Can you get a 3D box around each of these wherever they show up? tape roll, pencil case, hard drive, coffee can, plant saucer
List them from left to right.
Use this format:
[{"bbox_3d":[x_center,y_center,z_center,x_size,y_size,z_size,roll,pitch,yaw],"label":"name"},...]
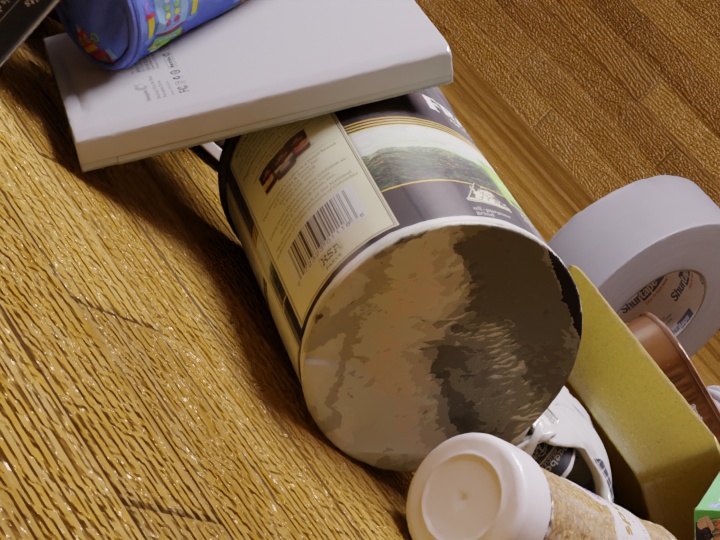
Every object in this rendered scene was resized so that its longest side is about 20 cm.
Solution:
[{"bbox_3d":[-0.083,-0.188,0.924,0.200,0.078,0.087,-38,90,-35],"label":"pencil case"},{"bbox_3d":[-0.065,-0.115,0.913,0.132,0.199,0.026,-119,-163,-54],"label":"hard drive"},{"bbox_3d":[0.014,-0.010,0.898,0.146,0.146,0.200,37,14,-33],"label":"coffee can"},{"bbox_3d":[0.226,0.019,1.400,0.200,0.200,0.066,30,18,-52],"label":"tape roll"},{"bbox_3d":[0.186,0.126,1.136,0.200,0.048,0.200,58,-7,47],"label":"plant saucer"}]

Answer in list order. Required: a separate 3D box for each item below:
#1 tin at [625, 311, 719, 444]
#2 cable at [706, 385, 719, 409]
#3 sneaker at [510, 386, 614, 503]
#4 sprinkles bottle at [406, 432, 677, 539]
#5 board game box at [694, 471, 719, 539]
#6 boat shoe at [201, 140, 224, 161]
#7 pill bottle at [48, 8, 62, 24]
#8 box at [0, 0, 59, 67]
[{"bbox_3d":[0.229,0.124,1.161,0.200,0.042,0.112,62,-2,17],"label":"tin"},{"bbox_3d":[0.301,0.180,1.273,0.200,0.069,0.200,58,-6,31],"label":"cable"},{"bbox_3d":[0.086,0.081,1.024,0.200,0.076,0.081,39,18,-25],"label":"sneaker"},{"bbox_3d":[0.102,0.142,0.871,0.200,0.068,0.068,32,17,-50],"label":"sprinkles bottle"},{"bbox_3d":[0.230,0.179,0.996,0.200,0.029,0.135,-22,112,-66],"label":"board game box"},{"bbox_3d":[-0.056,-0.082,1.117,0.200,0.060,0.072,40,12,-24],"label":"boat shoe"},{"bbox_3d":[-0.131,-0.185,1.009,0.200,0.113,0.113,27,19,-26],"label":"pill bottle"},{"bbox_3d":[-0.235,-0.207,0.810,0.200,0.107,0.149,38,13,-33],"label":"box"}]
